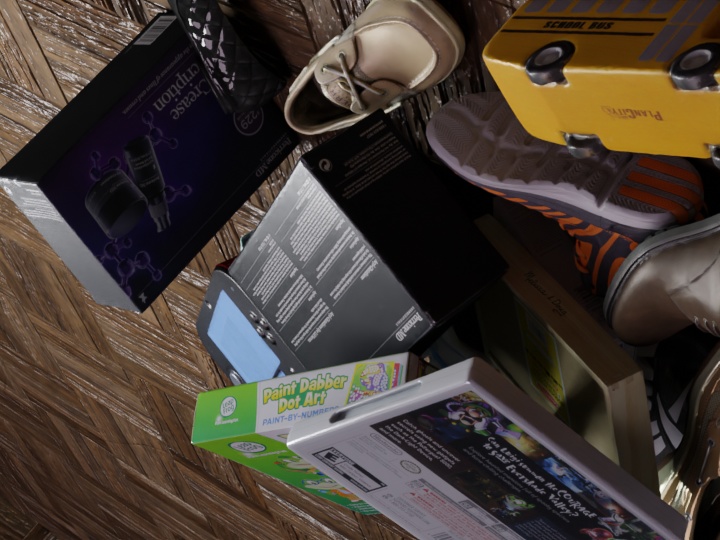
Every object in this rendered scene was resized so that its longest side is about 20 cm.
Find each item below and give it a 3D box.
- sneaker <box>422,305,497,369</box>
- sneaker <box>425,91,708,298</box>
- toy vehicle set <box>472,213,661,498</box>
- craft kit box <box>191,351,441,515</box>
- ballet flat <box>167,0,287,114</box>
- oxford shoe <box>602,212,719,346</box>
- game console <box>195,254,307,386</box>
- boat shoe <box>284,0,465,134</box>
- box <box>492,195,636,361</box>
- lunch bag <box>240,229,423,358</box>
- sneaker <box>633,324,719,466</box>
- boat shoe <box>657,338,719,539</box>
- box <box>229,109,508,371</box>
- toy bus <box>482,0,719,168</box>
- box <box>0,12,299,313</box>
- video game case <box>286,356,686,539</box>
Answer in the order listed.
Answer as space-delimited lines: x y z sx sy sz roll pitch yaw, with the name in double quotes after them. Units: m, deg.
0.054 -0.003 1.255 0.200 0.075 0.087 52 161 -13 "sneaker"
0.132 -0.040 1.080 0.200 0.078 0.112 27 153 31 "sneaker"
0.134 0.062 1.128 0.200 0.026 0.124 51 162 48 "toy vehicle set"
0.018 0.122 1.188 0.200 0.049 0.197 -14 147 39 "craft kit box"
-0.114 -0.205 1.231 0.066 0.057 0.200 54 170 53 "ballet flat"
0.210 0.013 0.974 0.073 0.085 0.200 6 156 -25 "oxford shoe"
-0.068 0.085 1.348 0.177 0.031 0.200 55 160 10 "game console"
0.005 -0.134 1.126 0.072 0.065 0.200 47 157 -12 "boat shoe"
0.145 0.048 1.203 0.144 0.036 0.200 58 165 31 "box"
-0.007 0.061 1.389 0.200 0.122 0.170 53 163 25 "lunch bag"
0.241 0.101 1.177 0.090 0.066 0.200 30 153 30 "sneaker"
0.251 0.119 1.087 0.076 0.072 0.200 -109 28 -52 "boat shoe"
0.000 0.000 1.162 0.141 0.079 0.200 54 152 7 "box"
0.158 -0.108 0.914 0.200 0.078 0.065 10 142 51 "toy bus"
-0.164 -0.087 1.306 0.079 0.200 0.141 12 144 50 "box"
0.080 0.137 1.080 0.200 0.023 0.182 38 142 -25 "video game case"
